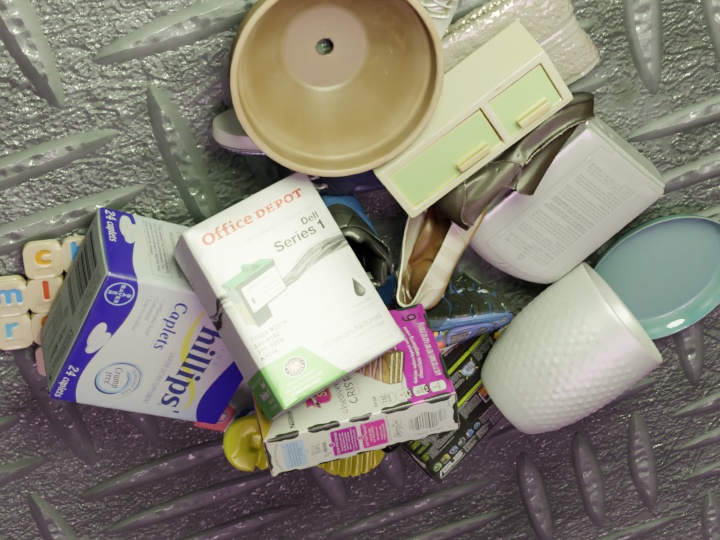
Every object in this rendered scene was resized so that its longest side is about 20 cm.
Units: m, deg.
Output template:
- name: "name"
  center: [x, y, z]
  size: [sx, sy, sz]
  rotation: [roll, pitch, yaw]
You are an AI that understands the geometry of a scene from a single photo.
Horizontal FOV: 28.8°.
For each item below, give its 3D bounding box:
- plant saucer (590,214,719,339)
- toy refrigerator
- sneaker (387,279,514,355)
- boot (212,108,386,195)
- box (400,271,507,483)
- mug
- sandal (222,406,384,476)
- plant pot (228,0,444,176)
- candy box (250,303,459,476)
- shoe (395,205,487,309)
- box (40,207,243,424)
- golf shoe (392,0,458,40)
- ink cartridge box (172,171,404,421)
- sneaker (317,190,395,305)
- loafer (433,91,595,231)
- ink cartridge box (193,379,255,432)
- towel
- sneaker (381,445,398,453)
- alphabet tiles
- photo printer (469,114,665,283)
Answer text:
- name: "plant saucer"
  center: [0.361, 0.005, 1.692]
  size: [0.199, 0.027, 0.201]
  rotation: [-9, 134, -9]
- name: "toy refrigerator"
  center: [0.103, -0.146, 1.377]
  size: [0.200, 0.070, 0.076]
  rotation: [-37, 134, 6]
- name: "sneaker"
  center: [0.075, 0.070, 1.562]
  size: [0.199, 0.075, 0.079]
  rotation: [-15, 126, -2]
- name: "boot"
  center: [-0.053, -0.116, 1.415]
  size: [0.199, 0.073, 0.091]
  rotation: [-3, 127, -16]
- name: "box"
  center: [0.108, 0.131, 1.669]
  size: [0.200, 0.047, 0.193]
  rotation: [-47, 131, -5]
- name: "mug"
  center: [0.240, 0.101, 1.633]
  size: [0.175, 0.148, 0.200]
  rotation: [-40, 166, 13]
- name: "sandal"
  center: [-0.066, 0.186, 1.592]
  size: [0.199, 0.087, 0.080]
  rotation: [9, 94, -21]
- name: "plant pot"
  center: [-0.027, -0.197, 1.321]
  size: [0.200, 0.093, 0.202]
  rotation: [-4, 118, -8]
- name: "candy box"
  center: [-0.012, 0.120, 1.441]
  size: [0.199, 0.137, 0.061]
  rotation: [-15, 134, -5]
- name: "shoe"
  center: [0.085, -0.048, 1.487]
  size: [0.053, 0.070, 0.201]
  rotation: [-3, 115, -60]
- name: "box"
  center: [-0.212, 0.053, 1.480]
  size: [0.199, 0.105, 0.184]
  rotation: [12, 127, -29]
- name: "golf shoe"
  center: [0.072, -0.277, 1.294]
  size: [0.075, 0.092, 0.201]
  rotation: [-3, 132, -18]
- name: "ink cartridge box"
  center: [-0.073, 0.023, 1.377]
  size: [0.146, 0.200, 0.084]
  rotation: [-30, 175, -18]
- name: "sneaker"
  center: [-0.001, 0.000, 1.513]
  size: [0.076, 0.111, 0.200]
  rotation: [-19, 135, 1]
- name: "loafer"
  center: [0.162, -0.111, 1.433]
  size: [0.200, 0.073, 0.071]
  rotation: [-34, 94, 7]
- name: "ink cartridge box"
  center: [-0.088, 0.140, 1.646]
  size: [0.199, 0.068, 0.117]
  rotation: [16, 125, -27]
- name: "towel"
  center: [0.133, -0.209, 1.417]
  size: [0.199, 0.035, 0.133]
  rotation: [-30, 134, 10]
- name: "sneaker"
  center: [-0.037, 0.139, 1.524]
  size: [0.199, 0.080, 0.076]
  rotation: [15, 146, 4]
- name: "alphabet tiles"
  center: [-0.299, 0.036, 1.519]
  size: [0.199, 0.015, 0.196]
  rotation: [-7, 133, -12]
- name: "photo printer"
  center: [0.212, -0.077, 1.539]
  size: [0.200, 0.070, 0.166]
  rotation: [-42, 130, 22]
